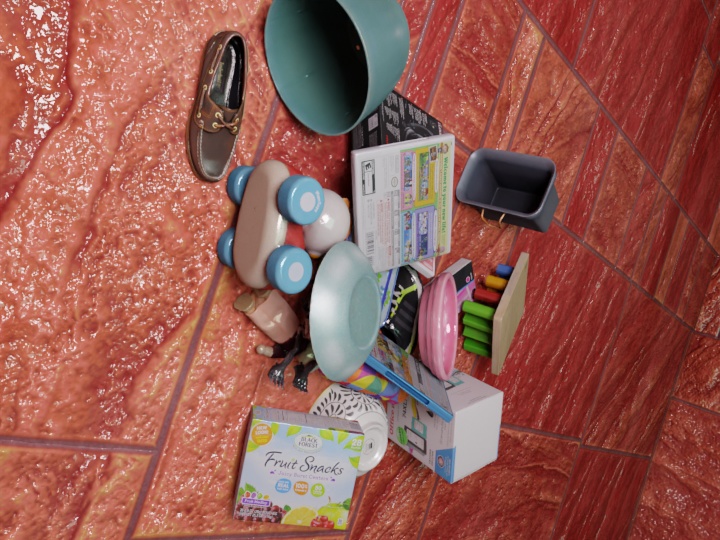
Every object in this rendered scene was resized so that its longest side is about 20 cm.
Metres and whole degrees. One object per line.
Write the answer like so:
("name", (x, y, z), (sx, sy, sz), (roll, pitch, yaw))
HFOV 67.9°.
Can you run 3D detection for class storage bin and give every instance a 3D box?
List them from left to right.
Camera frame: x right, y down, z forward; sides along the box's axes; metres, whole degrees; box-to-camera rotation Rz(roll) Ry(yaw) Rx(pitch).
("storage bin", (0.318, -0.149, 1.126), (0.133, 0.196, 0.149), (33, 81, -49))

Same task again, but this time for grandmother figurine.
("grandmother figurine", (-0.120, 0.100, 0.896), (0.119, 0.061, 0.202), (-31, 127, 1))

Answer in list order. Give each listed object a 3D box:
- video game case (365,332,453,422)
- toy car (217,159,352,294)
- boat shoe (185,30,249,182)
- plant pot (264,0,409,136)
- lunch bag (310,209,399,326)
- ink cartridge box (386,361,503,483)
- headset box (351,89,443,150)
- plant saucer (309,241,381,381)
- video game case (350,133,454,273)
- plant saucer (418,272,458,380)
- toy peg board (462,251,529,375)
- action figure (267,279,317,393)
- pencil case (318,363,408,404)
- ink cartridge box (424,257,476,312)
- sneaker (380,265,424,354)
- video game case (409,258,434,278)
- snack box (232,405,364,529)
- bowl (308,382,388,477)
("video game case", (0.080, 0.180, 0.973), (0.198, 0.144, 0.018), (37, 103, -9))
("toy car", (-0.083, -0.058, 0.802), (0.196, 0.182, 0.184), (6, 98, -42))
("boat shoe", (-0.195, -0.224, 0.738), (0.069, 0.069, 0.208), (-1, 103, -40))
("plant pot", (-0.017, -0.328, 0.788), (0.160, 0.196, 0.206), (-40, 124, -37))
("lunch bag", (0.000, 0.000, 0.957), (0.158, 0.081, 0.207), (13, 93, -44))
("ink cartridge box", (0.166, 0.296, 1.094), (0.142, 0.197, 0.152), (-9, 107, -36))
("headset box", (0.077, -0.210, 0.934), (0.196, 0.076, 0.154), (17, 62, -43))
("plant saucer", (-0.008, 0.061, 0.788), (0.199, 0.037, 0.209), (-10, 101, -63))
("video game case", (0.070, -0.104, 0.861), (0.177, 0.022, 0.206), (-15, 119, -21))
("plant saucer", (0.152, 0.108, 1.043), (0.200, 0.049, 0.209), (1, 90, -70))
("toy peg board", (0.305, 0.088, 1.222), (0.201, 0.095, 0.204), (-56, 149, -34))
("action figure", (-0.060, 0.096, 0.838), (0.117, 0.102, 0.204), (27, 95, -36))
("pencil case", (0.011, 0.183, 0.997), (0.198, 0.087, 0.091), (32, 81, -34))
("ink cartridge box", (0.175, 0.062, 1.154), (0.197, 0.037, 0.097), (-32, 121, -28))
("sneaker", (0.073, 0.085, 1.046), (0.081, 0.071, 0.208), (-11, 107, -35))
("video game case", (0.092, -0.107, 0.979), (0.141, 0.017, 0.206), (33, 51, -36))
("snack box", (-0.105, 0.334, 0.908), (0.193, 0.068, 0.175), (12, 94, -15))
("bowl", (-0.008, 0.318, 1.020), (0.196, 0.093, 0.209), (-11, 107, -39))
